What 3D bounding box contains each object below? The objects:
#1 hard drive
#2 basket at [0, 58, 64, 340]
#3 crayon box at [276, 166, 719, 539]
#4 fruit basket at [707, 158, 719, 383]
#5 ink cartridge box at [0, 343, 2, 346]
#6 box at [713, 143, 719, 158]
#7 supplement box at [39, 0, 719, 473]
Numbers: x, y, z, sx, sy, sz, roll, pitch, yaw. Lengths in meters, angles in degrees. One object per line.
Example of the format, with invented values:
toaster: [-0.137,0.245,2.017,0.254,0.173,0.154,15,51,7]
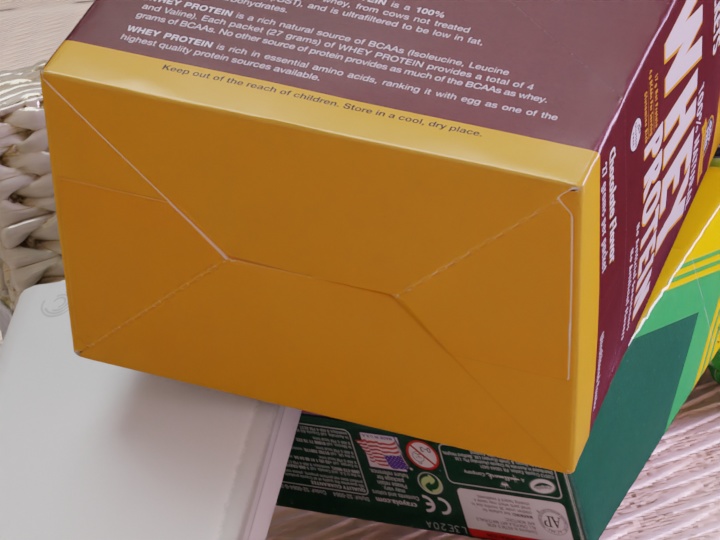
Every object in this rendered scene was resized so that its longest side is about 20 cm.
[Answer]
hard drive: [-0.091,0.078,1.105,0.132,0.026,0.200,-7,43,22]
basket: [-0.081,-0.046,1.357,0.200,0.124,0.136,-19,12,-9]
crayon box: [0.035,0.023,1.183,0.200,0.058,0.173,7,40,32]
fruit basket: [0.189,-0.054,1.283,0.185,0.094,0.200,-11,55,8]
ink cartridge box: [-0.140,0.090,1.308,0.200,0.057,0.163,16,23,21]
box: [0.108,-0.129,1.256,0.200,0.086,0.164,2,43,28]
supplement box: [0.018,-0.059,1.100,0.197,0.133,0.200,12,43,16]
